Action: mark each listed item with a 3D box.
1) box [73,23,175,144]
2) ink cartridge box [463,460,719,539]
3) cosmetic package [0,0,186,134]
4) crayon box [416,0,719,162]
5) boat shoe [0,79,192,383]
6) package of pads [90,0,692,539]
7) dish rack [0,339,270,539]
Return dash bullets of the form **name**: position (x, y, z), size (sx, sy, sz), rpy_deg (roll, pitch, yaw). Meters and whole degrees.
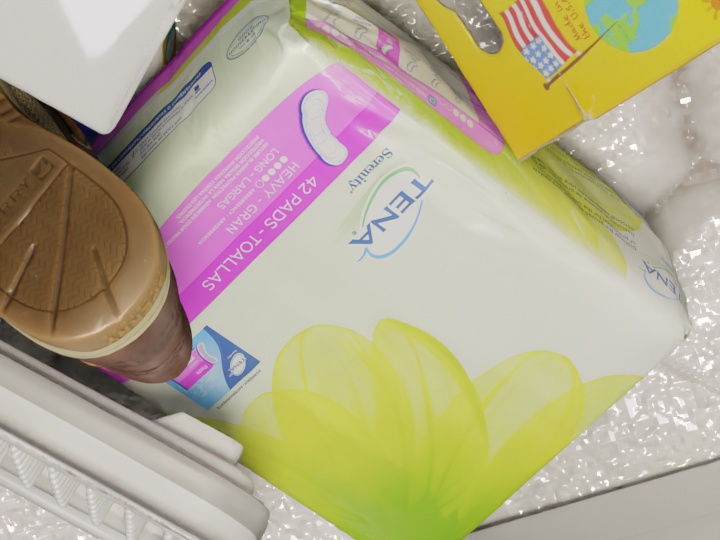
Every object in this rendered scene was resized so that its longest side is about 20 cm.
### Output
- **box**: position (-0.123, -0.135, 0.813), size (0.118, 0.042, 0.202), rpy_deg (3, 119, 2)
- **ink cartridge box**: position (0.116, 0.189, 0.928), size (0.145, 0.086, 0.201), rpy_deg (-17, 113, 11)
- **cosmetic package**: position (-0.142, -0.134, 0.737), size (0.199, 0.102, 0.071), rpy_deg (29, 114, -11)
- **crayon box**: position (0.096, -0.137, 0.750), size (0.199, 0.051, 0.127), rpy_deg (-31, 93, 35)
- **boat shoe**: position (-0.122, -0.033, 0.769), size (0.072, 0.200, 0.072), rpy_deg (-48, 150, -5)
- **package of pads**: position (0.000, 0.000, 0.838), size (0.199, 0.068, 0.154), rpy_deg (36, 114, -27)
- **dish rack**: position (-0.116, 0.052, 0.842), size (0.199, 0.172, 0.044), rpy_deg (29, 76, 1)
